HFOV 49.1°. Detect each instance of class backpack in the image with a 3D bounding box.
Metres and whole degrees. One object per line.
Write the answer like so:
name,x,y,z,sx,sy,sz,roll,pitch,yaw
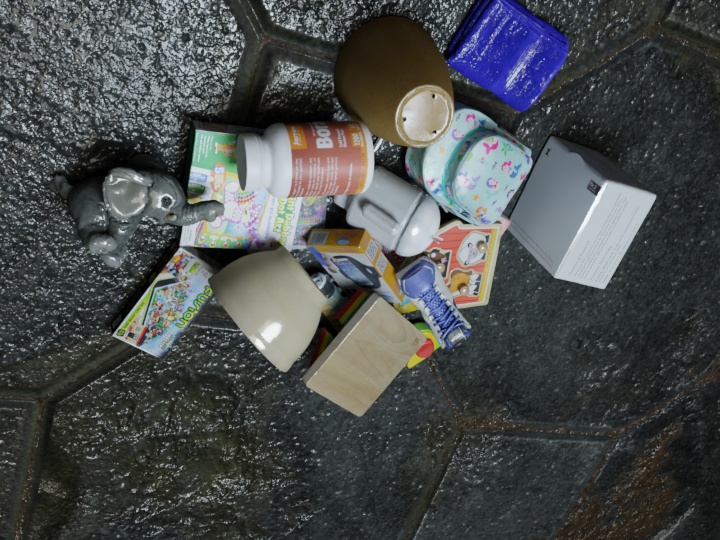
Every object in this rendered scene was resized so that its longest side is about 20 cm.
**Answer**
backpack,0.183,-0.186,1.363,0.198,0.151,0.179,30,99,-26

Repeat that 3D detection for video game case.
video game case,-0.125,-0.127,1.349,0.140,0.018,0.203,-6,123,-19

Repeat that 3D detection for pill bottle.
pill bottle,-0.086,-0.169,1.206,0.196,0.113,0.114,-6,123,-20

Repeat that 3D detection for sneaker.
sneaker,0.146,0.071,1.412,0.080,0.116,0.200,-35,132,-1

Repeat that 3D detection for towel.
towel,0.253,-0.369,1.334,0.198,0.050,0.149,22,109,-32

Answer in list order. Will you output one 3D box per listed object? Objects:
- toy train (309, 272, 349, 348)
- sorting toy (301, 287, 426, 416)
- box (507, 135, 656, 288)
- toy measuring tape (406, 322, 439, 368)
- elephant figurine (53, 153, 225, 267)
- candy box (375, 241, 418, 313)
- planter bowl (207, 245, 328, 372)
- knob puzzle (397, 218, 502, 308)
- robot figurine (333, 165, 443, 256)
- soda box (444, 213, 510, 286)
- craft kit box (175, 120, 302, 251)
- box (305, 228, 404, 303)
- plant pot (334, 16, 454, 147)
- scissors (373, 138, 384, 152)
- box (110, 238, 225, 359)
toy train,-0.064,0.089,1.470,0.113,0.085,0.201,-37,130,-2
sorting toy,-0.002,0.144,1.443,0.199,0.069,0.200,-49,141,0
box,0.402,-0.109,1.464,0.128,0.200,0.203,11,116,-27
toy measuring tape,0.087,0.161,1.586,0.198,0.074,0.074,-33,127,-1
elephant figurine,-0.335,-0.113,1.203,0.198,0.143,0.155,-35,142,11
candy box,0.067,-0.004,1.494,0.100,0.027,0.203,-13,124,-7
planter bowl,-0.139,0.046,1.311,0.134,0.200,0.201,-41,127,-2
knob puzzle,0.165,0.000,1.463,0.215,0.031,0.223,-10,124,-15
robot figurine,0.053,-0.100,1.346,0.198,0.170,0.114,31,115,6
soda box,0.199,-0.037,1.511,0.068,0.064,0.202,20,110,-31
craft kit box,-0.189,-0.131,1.283,0.194,0.049,0.203,0,120,-26
box,0.000,0.000,1.411,0.201,0.117,0.042,53,51,-43
plant pot,0.070,-0.272,1.217,0.182,0.201,0.190,-8,122,-13
scissors,0.068,-0.279,1.339,0.199,0.014,0.073,-40,127,7
box,-0.330,0.052,1.366,0.109,0.035,0.201,32,105,-34
